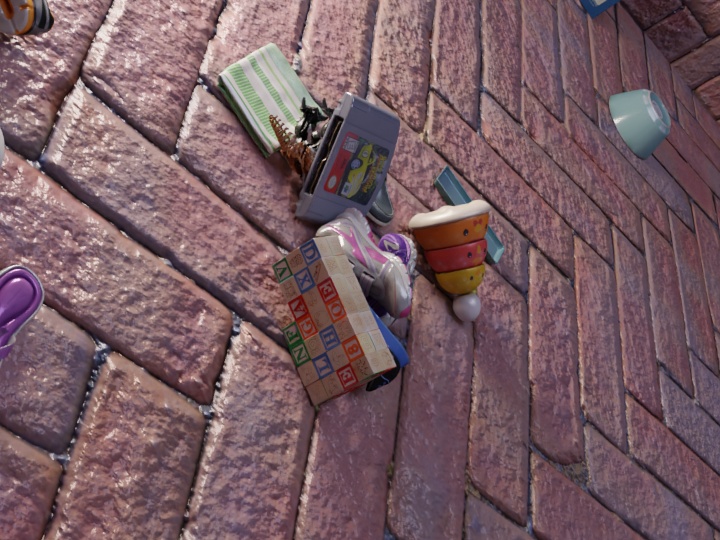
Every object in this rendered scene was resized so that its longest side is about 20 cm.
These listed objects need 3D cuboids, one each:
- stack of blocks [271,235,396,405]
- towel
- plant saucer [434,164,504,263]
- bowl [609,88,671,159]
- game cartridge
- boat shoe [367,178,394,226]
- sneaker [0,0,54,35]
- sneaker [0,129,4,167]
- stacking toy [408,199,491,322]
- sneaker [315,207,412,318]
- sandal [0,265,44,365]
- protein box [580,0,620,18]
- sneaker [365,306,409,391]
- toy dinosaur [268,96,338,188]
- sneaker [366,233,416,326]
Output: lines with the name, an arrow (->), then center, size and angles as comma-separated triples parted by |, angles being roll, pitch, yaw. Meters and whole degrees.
stack of blocks -> -0.048, 0.068, 1.487 | 0.058, 0.115, 0.201 | -10, 73, -56
towel -> -0.140, -0.271, 1.705 | 0.153, 0.023, 0.200 | 55, 33, -8
plant saucer -> 0.205, -0.103, 2.054 | 0.201, 0.019, 0.070 | 53, 33, -10
bowl -> 0.790, -0.422, 3.017 | 0.200, 0.105, 0.202 | 34, 41, -36
game cartridge -> -0.014, -0.159, 1.660 | 0.041, 0.202, 0.133 | 28, 9, 38
boat shoe -> 0.012, -0.172, 1.800 | 0.073, 0.062, 0.201 | -12, 75, -56
sneaker -> -0.439, -0.375, 1.339 | 0.077, 0.078, 0.202 | 0, 68, -68
sneaker -> -0.443, -0.108, 1.113 | 0.118, 0.073, 0.202 | 43, 39, -36
stacking toy -> 0.172, -0.011, 1.866 | 0.146, 0.145, 0.202 | -22, 100, -57
sneaker -> 0.000, 0.000, 1.598 | 0.088, 0.082, 0.200 | -23, 57, -28
sandal -> -0.379, 0.058, 1.101 | 0.082, 0.050, 0.204 | 44, 36, -23
protein box -> 0.723, -0.892, 3.192 | 0.199, 0.199, 0.135 | 53, 33, -11
sneaker -> -0.020, 0.082, 1.559 | 0.078, 0.070, 0.200 | -39, 80, -22
toy dinosaur -> -0.067, -0.186, 1.664 | 0.200, 0.101, 0.137 | 49, 59, -68
sneaker -> 0.032, 0.003, 1.686 | 0.083, 0.081, 0.201 | 35, 37, -17
